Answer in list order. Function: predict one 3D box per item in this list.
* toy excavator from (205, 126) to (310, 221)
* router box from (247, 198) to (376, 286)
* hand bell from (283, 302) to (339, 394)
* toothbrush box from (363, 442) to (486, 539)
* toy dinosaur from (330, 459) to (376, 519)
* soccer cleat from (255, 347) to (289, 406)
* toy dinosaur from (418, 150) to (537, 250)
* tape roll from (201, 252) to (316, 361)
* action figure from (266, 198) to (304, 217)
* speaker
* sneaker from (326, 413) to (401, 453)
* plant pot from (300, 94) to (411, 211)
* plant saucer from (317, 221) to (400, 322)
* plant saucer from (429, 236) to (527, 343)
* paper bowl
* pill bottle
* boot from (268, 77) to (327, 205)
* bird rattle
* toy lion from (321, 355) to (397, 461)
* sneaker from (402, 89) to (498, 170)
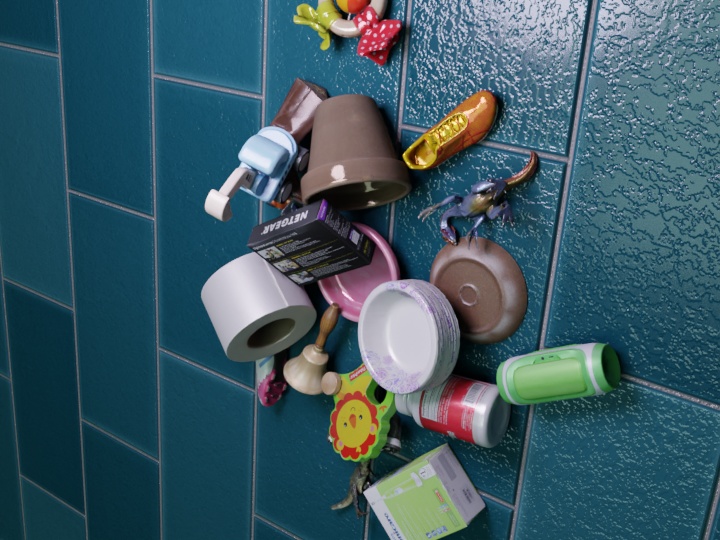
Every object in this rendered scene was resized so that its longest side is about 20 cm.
[{"bbox_3d":[-0.189,-0.170,1.482,0.099,0.200,0.196,28,89,12],"label":"toy excavator"},{"bbox_3d":[-0.092,-0.047,1.582,0.199,0.051,0.149,-17,136,41],"label":"router box"},{"bbox_3d":[-0.079,0.145,1.717,0.104,0.104,0.201,39,126,21],"label":"hand bell"},{"bbox_3d":[0.125,0.454,1.682,0.200,0.086,0.146,-38,81,37],"label":"toothbrush box"},{"bbox_3d":[-0.001,0.471,1.807,0.088,0.047,0.201,49,128,35],"label":"toy dinosaur"},{"bbox_3d":[-0.200,0.197,1.861,0.086,0.069,0.202,26,114,39],"label":"soccer cleat"},{"bbox_3d":[0.206,-0.104,1.466,0.106,0.199,0.181,59,165,-9],"label":"toy dinosaur"},{"bbox_3d":[-0.205,0.073,1.715,0.203,0.201,0.140,-49,59,36],"label":"tape roll"},{"bbox_3d":[-0.114,-0.157,1.683,0.200,0.105,0.194,-42,85,10],"label":"action figure"},{"bbox_3d":[0.333,0.177,1.438,0.199,0.088,0.089,-16,95,39],"label":"speaker"},{"bbox_3d":[0.013,0.324,1.734,0.199,0.066,0.091,-10,58,45],"label":"sneaker"},{"bbox_3d":[-0.014,-0.216,1.525,0.199,0.199,0.177,-14,78,38],"label":"plant pot"},{"bbox_3d":[0.000,0.000,1.648,0.199,0.051,0.203,15,117,33],"label":"plant saucer"},{"bbox_3d":[0.202,0.041,1.524,0.199,0.037,0.203,12,110,34],"label":"plant saucer"},{"bbox_3d":[0.096,0.116,1.530,0.199,0.104,0.203,6,99,47],"label":"paper bowl"},{"bbox_3d":[0.168,0.248,1.567,0.198,0.112,0.114,11,111,34],"label":"pill bottle"},{"bbox_3d":[-0.107,-0.246,1.605,0.186,0.064,0.200,42,97,16],"label":"boot"},{"bbox_3d":[-0.014,-0.459,1.490,0.198,0.112,0.165,16,97,29],"label":"bird rattle"},{"bbox_3d":[0.008,0.269,1.667,0.200,0.068,0.193,-38,55,33],"label":"toy lion"},{"bbox_3d":[0.156,-0.230,1.446,0.200,0.077,0.073,-41,78,36],"label":"sneaker"}]
